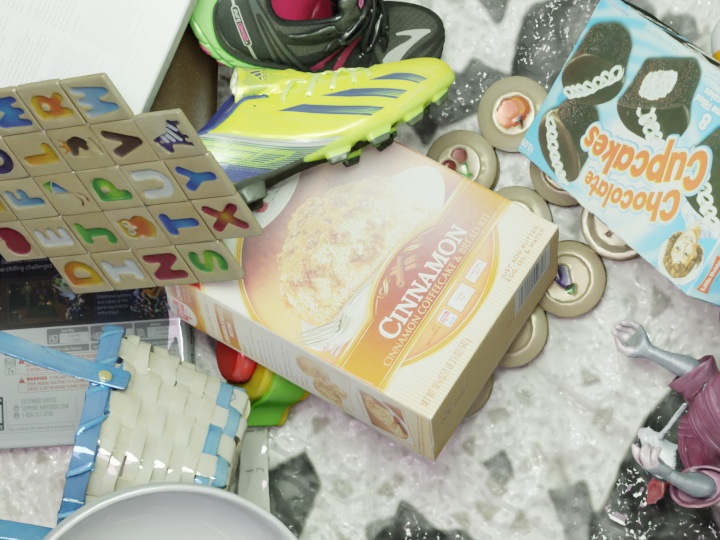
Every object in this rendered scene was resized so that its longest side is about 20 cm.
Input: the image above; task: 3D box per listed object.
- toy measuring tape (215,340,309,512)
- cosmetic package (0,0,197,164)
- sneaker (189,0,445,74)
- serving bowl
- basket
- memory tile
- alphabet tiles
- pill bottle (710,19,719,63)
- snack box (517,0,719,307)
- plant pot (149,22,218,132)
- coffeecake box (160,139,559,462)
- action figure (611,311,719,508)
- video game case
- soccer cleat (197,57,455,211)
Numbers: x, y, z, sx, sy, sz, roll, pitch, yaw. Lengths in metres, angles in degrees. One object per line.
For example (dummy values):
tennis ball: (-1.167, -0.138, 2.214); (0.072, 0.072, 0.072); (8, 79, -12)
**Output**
toy measuring tape: (-0.056, 0.091, 1.529); (0.073, 0.074, 0.200); (-2, 85, 15)
cosmetic package: (-0.169, -0.183, 1.396); (0.151, 0.052, 0.200); (25, 94, -2)
sneaker: (-0.014, -0.155, 1.477); (0.084, 0.200, 0.077); (-32, 65, 40)
serving bowl: (-0.121, 0.219, 1.418); (0.200, 0.066, 0.201); (-2, 99, -15)
basket: (-0.181, 0.121, 1.493); (0.200, 0.139, 0.177); (13, 133, -9)
memory tile: (0.081, -0.014, 1.529); (0.200, 0.017, 0.153); (-44, 77, 8)
alphabet tiles: (-0.161, -0.048, 1.400); (0.200, 0.167, 0.006); (-5, 44, 34)
pill bottle: (0.273, -0.107, 1.433); (0.111, 0.111, 0.200); (-9, 84, 14)
snack box: (0.182, -0.075, 1.413); (0.116, 0.037, 0.200); (-61, 38, 14)
plant pot: (-0.174, -0.141, 1.512); (0.200, 0.200, 0.199); (-4, 86, 15)
coffeecake box: (0.000, 0.000, 1.475); (0.200, 0.073, 0.154); (28, 68, 16)
action figure: (0.233, 0.079, 1.424); (0.149, 0.200, 0.134); (16, 50, -12)
video game case: (-0.210, 0.029, 1.602); (0.200, 0.023, 0.182); (-4, 86, 16)
soccer cleat: (-0.036, -0.097, 1.439); (0.200, 0.065, 0.084); (-25, 85, -13)
